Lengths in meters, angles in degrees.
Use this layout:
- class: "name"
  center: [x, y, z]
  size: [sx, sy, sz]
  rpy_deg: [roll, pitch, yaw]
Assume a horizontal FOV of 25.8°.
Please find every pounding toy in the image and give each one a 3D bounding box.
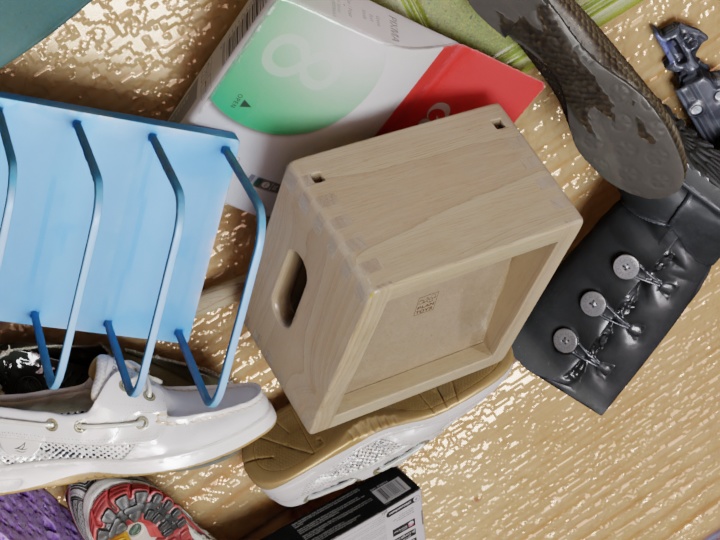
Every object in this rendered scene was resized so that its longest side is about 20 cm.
- class: "pounding toy"
  center: [0.000, 0.000, 0.998]
  size: [0.183, 0.143, 0.200]
  rpy_deg: [-18, 152, -29]

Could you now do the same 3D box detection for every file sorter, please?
- class: "file sorter"
  center: [-0.168, -0.011, 0.893]
  size: [0.199, 0.123, 0.140]
  rpy_deg: [9, 111, -22]

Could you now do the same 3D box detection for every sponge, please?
- class: "sponge"
  center: [-0.248, 0.144, 1.016]
  size: [0.030, 0.112, 0.200]
  rpy_deg: [-38, 119, 4]

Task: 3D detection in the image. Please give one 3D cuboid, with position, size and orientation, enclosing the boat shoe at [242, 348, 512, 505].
- class: "boat shoe"
  center: [0.017, 0.102, 1.097]
  size: [0.199, 0.071, 0.069]
  rpy_deg: [-26, 143, 2]

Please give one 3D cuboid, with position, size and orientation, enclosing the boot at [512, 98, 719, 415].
- class: "boot"
  center: [0.159, -0.021, 1.086]
  size: [0.165, 0.066, 0.200]
  rpy_deg: [42, 125, 13]

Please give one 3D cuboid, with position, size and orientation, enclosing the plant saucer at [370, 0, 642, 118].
- class: "plant saucer"
  center: [0.081, -0.206, 0.993]
  size: [0.199, 0.048, 0.200]
  rpy_deg: [-31, 118, -1]

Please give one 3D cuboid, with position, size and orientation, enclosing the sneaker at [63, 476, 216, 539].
- class: "sneaker"
  center: [-0.138, 0.194, 1.099]
  size: [0.078, 0.082, 0.200]
  rpy_deg: [-41, 134, -14]

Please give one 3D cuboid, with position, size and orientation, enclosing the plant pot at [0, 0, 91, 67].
- class: "plant pot"
  center: [-0.196, -0.212, 0.862]
  size: [0.141, 0.142, 0.200]
  rpy_deg: [37, 107, -27]

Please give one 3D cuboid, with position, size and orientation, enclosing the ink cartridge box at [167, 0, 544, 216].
- class: "ink cartridge box"
  center: [-0.006, -0.089, 0.988]
  size: [0.199, 0.050, 0.161]
  rpy_deg: [23, 130, -22]

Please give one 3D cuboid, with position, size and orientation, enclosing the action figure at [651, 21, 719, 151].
- class: "action figure"
  center: [0.277, -0.088, 1.063]
  size: [0.193, 0.105, 0.200]
  rpy_deg: [-32, 116, 28]

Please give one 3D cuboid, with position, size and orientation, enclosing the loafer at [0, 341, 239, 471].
- class: "loafer"
  center: [-0.162, 0.088, 1.027]
  size: [0.199, 0.070, 0.076]
  rpy_deg: [8, 76, -19]

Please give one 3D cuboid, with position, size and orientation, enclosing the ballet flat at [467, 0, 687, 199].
- class: "ballet flat"
  center: [0.138, -0.127, 0.977]
  size: [0.200, 0.046, 0.067]
  rpy_deg: [46, 133, -16]

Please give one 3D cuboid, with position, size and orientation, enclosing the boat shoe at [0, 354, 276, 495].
- class: "boat shoe"
  center: [-0.150, 0.086, 0.961]
  size: [0.199, 0.071, 0.070]
  rpy_deg: [-10, 103, -15]

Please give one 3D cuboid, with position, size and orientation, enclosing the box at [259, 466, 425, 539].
- class: "box"
  center: [-0.042, 0.230, 1.115]
  size: [0.199, 0.035, 0.111]
  rpy_deg: [-26, 130, -25]
